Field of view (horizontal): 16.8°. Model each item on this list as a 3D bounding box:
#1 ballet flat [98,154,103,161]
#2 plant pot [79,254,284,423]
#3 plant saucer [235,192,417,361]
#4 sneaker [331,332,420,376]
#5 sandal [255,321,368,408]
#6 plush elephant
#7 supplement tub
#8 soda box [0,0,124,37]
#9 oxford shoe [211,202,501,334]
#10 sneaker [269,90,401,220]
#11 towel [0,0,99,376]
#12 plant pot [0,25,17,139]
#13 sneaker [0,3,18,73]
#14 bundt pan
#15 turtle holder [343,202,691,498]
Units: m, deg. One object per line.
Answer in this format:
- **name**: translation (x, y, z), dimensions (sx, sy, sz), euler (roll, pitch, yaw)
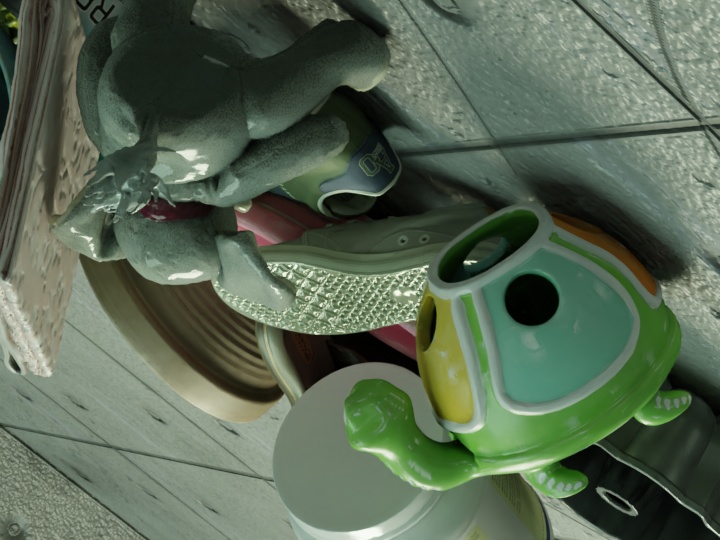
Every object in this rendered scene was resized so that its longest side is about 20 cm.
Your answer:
- **ballet flat**: translation (-0.135, -0.063, 1.628), dimensions (0.072, 0.072, 0.200), euler (41, -170, -22)
- **plant pot**: translation (-0.104, 0.002, 1.753), dimensions (0.201, 0.093, 0.201), euler (45, -161, -20)
- **plant saucer**: translation (0.000, 0.000, 1.635), dimensions (0.200, 0.051, 0.201), euler (33, 175, 4)
- **sneaker**: translation (0.049, 0.082, 1.784), dimensions (0.201, 0.067, 0.108), euler (24, 157, 27)
- **sandal**: translation (-0.014, 0.083, 1.711), dimensions (0.054, 0.080, 0.200), euler (-7, 131, 23)
- **plush elephant**: translation (-0.092, -0.060, 1.375), dimensions (0.164, 0.200, 0.155), euler (24, 145, 13)
- **supplement tub**: translation (0.036, 0.161, 1.654), dimensions (0.145, 0.145, 0.200), euler (24, 163, 35)
- **soda box**: translation (-0.185, -0.182, 1.493), dimensions (0.068, 0.064, 0.200), euler (18, 157, 48)
- **oxford shoe**: translation (0.005, -0.004, 1.504), dimensions (0.199, 0.058, 0.075), euler (-6, 139, 21)
- **sneaker**: translation (-0.033, -0.062, 1.520), dimensions (0.090, 0.067, 0.200), euler (40, 163, -7)
- **towel**: translation (-0.188, -0.052, 1.435), dimensions (0.032, 0.192, 0.200), euler (9, 161, 2)
- **plant pot**: translation (-0.281, -0.090, 1.533), dimensions (0.200, 0.201, 0.135), euler (31, -170, 13)
- **sneaker**: translation (-0.208, -0.164, 1.572), dimensions (0.200, 0.076, 0.075), euler (47, 163, -31)
- **bundt pan**: translation (0.187, 0.121, 1.593), dimensions (0.202, 0.076, 0.202), euler (33, 165, 10)
- **turtle holder**: translation (0.084, 0.044, 1.400), dimensions (0.132, 0.185, 0.141), euler (58, -160, -25)
